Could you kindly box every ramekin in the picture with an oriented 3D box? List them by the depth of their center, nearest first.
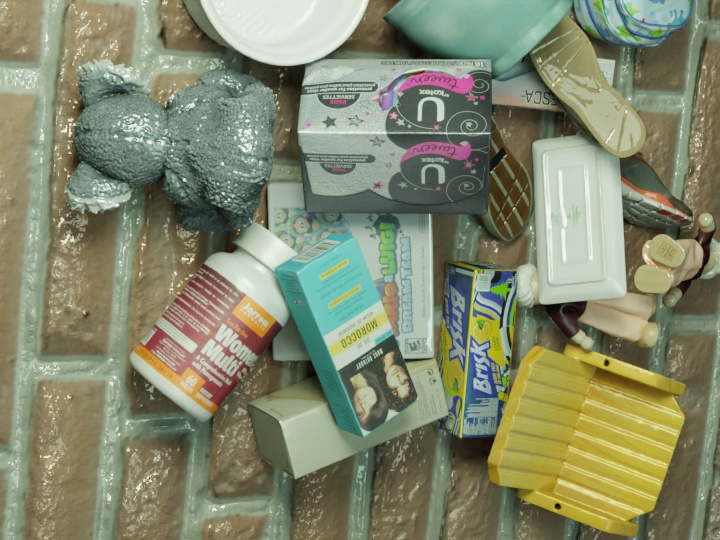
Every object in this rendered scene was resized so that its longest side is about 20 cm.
[{"bbox_3d":[-0.095,-0.316,1.522,0.200,0.098,0.201,-4,100,-25],"label":"ramekin"}]

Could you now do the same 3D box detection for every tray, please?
[{"bbox_3d":[0.253,-0.064,1.706,0.022,0.107,0.201,18,68,-61],"label":"tray"}]

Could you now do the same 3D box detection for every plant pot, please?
[{"bbox_3d":[0.140,-0.291,1.557,0.200,0.200,0.134,-45,98,-13],"label":"plant pot"}]

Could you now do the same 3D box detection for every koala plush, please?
[{"bbox_3d":[-0.197,-0.130,1.473,0.199,0.184,0.178,9,94,-15],"label":"koala plush"}]

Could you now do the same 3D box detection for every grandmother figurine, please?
[{"bbox_3d":[0.267,0.034,1.770,0.199,0.061,0.122,14,50,-22],"label":"grandmother figurine"},{"bbox_3d":[0.400,-0.016,1.785,0.121,0.061,0.200,-58,157,18],"label":"grandmother figurine"}]

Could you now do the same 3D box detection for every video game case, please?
[{"bbox_3d":[-0.010,0.000,1.613,0.181,0.024,0.201,-1,100,2],"label":"video game case"}]

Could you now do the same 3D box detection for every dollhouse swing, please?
[{"bbox_3d":[0.273,0.200,1.737,0.201,0.181,0.176,-70,160,-1],"label":"dollhouse swing"}]

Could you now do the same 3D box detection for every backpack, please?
[{"bbox_3d":[0.322,-0.362,1.710,0.163,0.154,0.201,3,110,-33],"label":"backpack"}]

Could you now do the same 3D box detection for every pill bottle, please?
[{"bbox_3d":[-0.144,0.052,1.545,0.110,0.110,0.200,42,83,-26],"label":"pill bottle"}]

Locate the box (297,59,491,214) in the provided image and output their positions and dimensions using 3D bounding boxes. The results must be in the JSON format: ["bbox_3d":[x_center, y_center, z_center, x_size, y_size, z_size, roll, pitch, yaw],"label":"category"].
[{"bbox_3d":[0.038,-0.141,1.535,0.199,0.115,0.132,0,142,3],"label":"box"}]

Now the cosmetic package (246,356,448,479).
[{"bbox_3d":[-0.014,0.156,1.636,0.200,0.103,0.073,-19,105,-24],"label":"cosmetic package"}]

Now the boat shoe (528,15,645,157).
[{"bbox_3d":[0.247,-0.211,1.657,0.072,0.065,0.200,-40,94,-6],"label":"boat shoe"}]

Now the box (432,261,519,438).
[{"bbox_3d":[0.135,0.092,1.717,0.064,0.070,0.201,2,98,-28],"label":"box"}]

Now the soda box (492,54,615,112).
[{"bbox_3d":[0.199,-0.223,1.702,0.199,0.064,0.069,2,98,-27],"label":"soda box"}]

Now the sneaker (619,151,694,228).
[{"bbox_3d":[0.343,-0.111,1.788,0.200,0.077,0.082,23,68,-37],"label":"sneaker"}]

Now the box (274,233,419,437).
[{"bbox_3d":[-0.013,0.068,1.531,0.082,0.049,0.200,-32,112,-26],"label":"box"}]

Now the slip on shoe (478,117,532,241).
[{"bbox_3d":[0.140,-0.118,1.695,0.076,0.061,0.200,-47,133,-13],"label":"slip on shoe"}]
